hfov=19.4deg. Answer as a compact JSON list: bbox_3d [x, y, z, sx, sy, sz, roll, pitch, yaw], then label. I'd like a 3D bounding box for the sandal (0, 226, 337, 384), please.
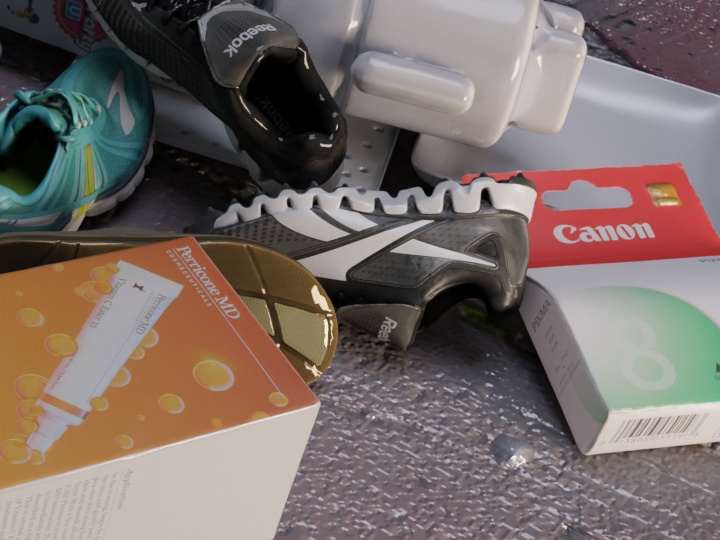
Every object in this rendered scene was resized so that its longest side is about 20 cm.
[{"bbox_3d":[-0.110,0.012,1.099,0.199,0.081,0.054,7,15,-6],"label":"sandal"}]

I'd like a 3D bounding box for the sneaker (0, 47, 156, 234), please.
[{"bbox_3d":[-0.165,-0.067,1.155,0.077,0.080,0.200,23,41,6],"label":"sneaker"}]

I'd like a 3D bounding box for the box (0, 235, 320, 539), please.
[{"bbox_3d":[-0.140,0.074,0.964,0.200,0.098,0.124,-13,49,-35],"label":"box"}]

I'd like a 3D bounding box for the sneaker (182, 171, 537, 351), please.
[{"bbox_3d":[0.000,0.000,1.148,0.199,0.066,0.091,-5,75,1],"label":"sneaker"}]

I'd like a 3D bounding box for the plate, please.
[{"bbox_3d":[0.138,-0.077,1.341,0.199,0.032,0.200,17,35,0],"label":"plate"}]

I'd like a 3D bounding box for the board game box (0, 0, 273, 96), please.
[{"bbox_3d":[-0.158,-0.193,1.310,0.199,0.064,0.148,20,35,3],"label":"board game box"}]

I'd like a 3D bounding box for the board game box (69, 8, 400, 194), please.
[{"bbox_3d":[-0.071,-0.115,1.314,0.199,0.026,0.200,17,35,2],"label":"board game box"}]

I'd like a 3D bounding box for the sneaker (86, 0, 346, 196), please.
[{"bbox_3d":[-0.076,-0.126,1.170,0.200,0.090,0.066,46,70,-2],"label":"sneaker"}]

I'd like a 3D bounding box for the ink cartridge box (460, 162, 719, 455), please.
[{"bbox_3d":[0.164,0.006,1.192,0.160,0.050,0.200,-4,55,-25],"label":"ink cartridge box"}]

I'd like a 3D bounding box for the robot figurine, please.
[{"bbox_3d":[0.033,-0.141,1.260,0.199,0.113,0.170,14,25,-4],"label":"robot figurine"}]
